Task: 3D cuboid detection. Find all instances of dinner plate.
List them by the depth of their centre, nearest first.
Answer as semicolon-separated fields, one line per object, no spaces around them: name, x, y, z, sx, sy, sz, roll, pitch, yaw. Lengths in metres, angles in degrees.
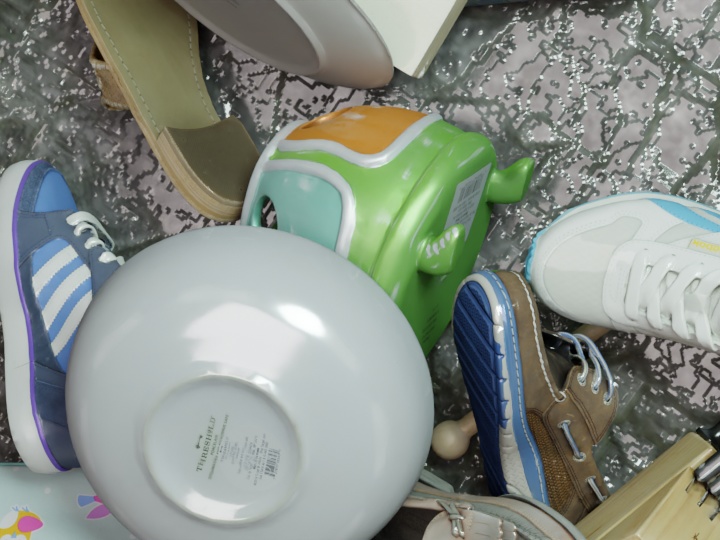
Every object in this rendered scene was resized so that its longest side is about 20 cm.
dinner plate;-0.069;-0.156;1.230;0.200;0.200;0.024;32;77;11

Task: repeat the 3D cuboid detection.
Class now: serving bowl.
serving bowl;-0.064;0.080;1.179;0.200;0.066;0.200;3;112;9

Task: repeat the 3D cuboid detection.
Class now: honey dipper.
honey dipper;0.119;0.042;1.269;0.200;0.038;0.038;-37;83;11

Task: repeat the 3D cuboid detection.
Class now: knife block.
knife block;0.181;0.134;1.238;0.064;0.176;0.200;51;137;-2

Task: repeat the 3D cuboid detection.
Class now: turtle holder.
turtle holder;0.005;-0.010;1.258;0.132;0.186;0.141;25;55;16

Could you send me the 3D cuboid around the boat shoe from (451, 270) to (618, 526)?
boat shoe;0.098;0.067;1.224;0.072;0.200;0.072;-20;47;-8

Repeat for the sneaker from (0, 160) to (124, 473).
sneaker;-0.129;0.015;1.289;0.146;0.081;0.200;-14;63;15

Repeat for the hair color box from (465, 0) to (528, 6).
hair color box;0.060;-0.200;1.267;0.200;0.061;0.099;-4;91;14

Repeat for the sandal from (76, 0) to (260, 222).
sandal;-0.127;-0.106;1.309;0.070;0.078;0.212;-49;60;43

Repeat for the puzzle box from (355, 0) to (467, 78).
puzzle box;-0.017;-0.211;1.242;0.200;0.025;0.133;33;98;12

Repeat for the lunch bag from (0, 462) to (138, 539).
lunch bag;-0.165;0.192;1.290;0.200;0.077;0.160;-2;57;11

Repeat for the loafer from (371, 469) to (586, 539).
loafer;0.046;0.152;1.221;0.200;0.063;0.072;14;105;56

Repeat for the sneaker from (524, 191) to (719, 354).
sneaker;0.187;0.009;1.197;0.200;0.081;0.077;7;107;2
